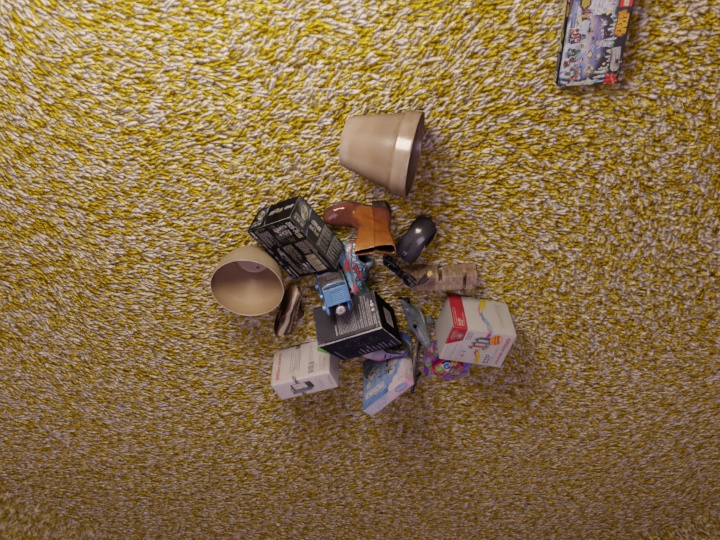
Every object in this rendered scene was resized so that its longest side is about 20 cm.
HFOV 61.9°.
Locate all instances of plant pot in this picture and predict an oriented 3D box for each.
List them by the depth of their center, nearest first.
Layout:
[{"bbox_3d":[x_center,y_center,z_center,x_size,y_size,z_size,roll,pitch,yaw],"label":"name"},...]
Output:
[{"bbox_3d":[0.047,-0.286,1.412,0.172,0.200,0.201,13,131,11],"label":"plant pot"},{"bbox_3d":[-0.307,0.007,1.668,0.199,0.135,0.201,0,130,0],"label":"plant pot"}]

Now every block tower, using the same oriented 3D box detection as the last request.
[{"bbox_3d":[0.233,0.020,1.733,0.199,0.058,0.054,-2,129,2],"label":"block tower"}]

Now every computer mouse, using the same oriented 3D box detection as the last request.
[{"bbox_3d":[0.153,-0.041,1.647,0.140,0.046,0.200,45,121,6],"label":"computer mouse"}]

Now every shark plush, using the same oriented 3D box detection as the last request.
[{"bbox_3d":[0.173,0.147,1.819,0.090,0.084,0.201,-12,129,10],"label":"shark plush"}]

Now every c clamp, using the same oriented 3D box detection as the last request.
[{"bbox_3d":[0.176,0.303,1.924,0.027,0.171,0.201,9,119,12],"label":"c clamp"}]

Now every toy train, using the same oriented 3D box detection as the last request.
[{"bbox_3d":[-0.080,0.036,1.655,0.086,0.200,0.115,-15,126,-7],"label":"toy train"}]

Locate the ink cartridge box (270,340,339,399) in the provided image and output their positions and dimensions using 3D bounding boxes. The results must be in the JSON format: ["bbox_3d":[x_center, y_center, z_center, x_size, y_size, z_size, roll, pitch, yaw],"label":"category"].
[{"bbox_3d":[-0.174,0.313,1.916,0.199,0.146,0.084,-15,130,13],"label":"ink cartridge box"}]

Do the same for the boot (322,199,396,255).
[{"bbox_3d":[-0.007,-0.098,1.540,0.187,0.201,0.069,1,130,-1],"label":"boot"}]

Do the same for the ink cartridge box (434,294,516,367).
[{"bbox_3d":[0.344,0.182,1.810,0.199,0.145,0.146,9,129,-9],"label":"ink cartridge box"}]

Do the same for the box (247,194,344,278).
[{"bbox_3d":[-0.169,-0.084,1.594,0.163,0.086,0.200,-14,131,38],"label":"box"}]

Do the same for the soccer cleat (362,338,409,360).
[{"bbox_3d":[0.077,0.250,1.871,0.199,0.068,0.074,-1,123,41],"label":"soccer cleat"}]

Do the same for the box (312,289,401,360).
[{"bbox_3d":[-0.008,0.166,1.764,0.196,0.125,0.200,-19,155,13],"label":"box"}]

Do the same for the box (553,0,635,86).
[{"bbox_3d":[0.507,-0.507,1.309,0.136,0.040,0.201,-4,129,2],"label":"box"}]

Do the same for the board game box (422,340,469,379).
[{"bbox_3d":[0.288,0.307,1.979,0.157,0.039,0.201,0,129,0],"label":"board game box"}]

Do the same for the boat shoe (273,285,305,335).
[{"bbox_3d":[-0.202,0.120,1.812,0.074,0.075,0.203,6,137,-23],"label":"boat shoe"}]

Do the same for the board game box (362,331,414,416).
[{"bbox_3d":[0.083,0.323,1.889,0.043,0.200,0.200,32,122,-24],"label":"board game box"}]

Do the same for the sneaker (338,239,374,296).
[{"bbox_3d":[0.000,0.000,1.701,0.095,0.080,0.201,-17,128,10],"label":"sneaker"}]
